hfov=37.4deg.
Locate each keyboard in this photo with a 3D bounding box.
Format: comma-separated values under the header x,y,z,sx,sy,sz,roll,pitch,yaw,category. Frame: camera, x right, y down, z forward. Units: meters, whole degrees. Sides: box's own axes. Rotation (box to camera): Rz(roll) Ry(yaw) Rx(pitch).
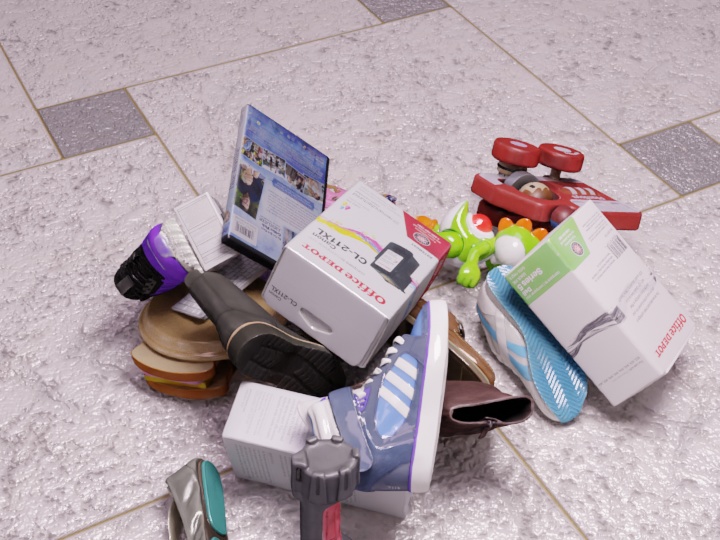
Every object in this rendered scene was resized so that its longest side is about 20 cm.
x,y,z,sx,sy,sz,roll,pitch,yaw,category
-0.145,-0.002,1.314,0.056,0.011,0.200,19,45,36,keyboard

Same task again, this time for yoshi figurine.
x,y,z,sx,sy,sz,roll,pitch,yaw,category
0.158,-0.010,1.384,0.197,0.112,0.114,9,61,12,yoshi figurine

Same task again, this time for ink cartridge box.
x,y,z,sx,sy,sz,roll,pitch,yaw,category
0.000,0.000,1.238,0.145,0.083,0.200,34,35,7,ink cartridge box
0.286,0.036,1.259,0.201,0.084,0.145,50,39,4,ink cartridge box

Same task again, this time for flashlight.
x,y,z,sx,sy,sz,roll,pitch,yaw,category
-0.026,0.239,1.012,0.067,0.202,0.068,25,45,22,flashlight

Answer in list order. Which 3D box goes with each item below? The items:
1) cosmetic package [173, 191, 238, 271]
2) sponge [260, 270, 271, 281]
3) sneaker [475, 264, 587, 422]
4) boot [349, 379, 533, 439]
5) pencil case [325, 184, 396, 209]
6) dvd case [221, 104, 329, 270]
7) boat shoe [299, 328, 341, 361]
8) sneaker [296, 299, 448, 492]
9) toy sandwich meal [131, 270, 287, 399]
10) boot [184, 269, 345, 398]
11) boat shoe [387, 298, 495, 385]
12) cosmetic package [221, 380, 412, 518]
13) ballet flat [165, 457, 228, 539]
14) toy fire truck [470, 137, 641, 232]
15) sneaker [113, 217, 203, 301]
x,y,z,sx,sy,sz,roll,pitch,yaw,category
-0.186,-0.048,1.330,0.050,0.083,0.200,-26,4,-4,cosmetic package
-0.052,-0.020,1.432,0.197,0.030,0.112,-6,42,-8,sponge
0.205,0.095,1.286,0.076,0.081,0.202,-15,64,-21,sneaker
0.071,0.148,1.151,0.197,0.166,0.074,-2,83,-13,boot
-0.052,-0.082,1.415,0.197,0.087,0.083,15,40,18,pencil case
-0.100,-0.090,1.303,0.142,0.017,0.202,31,49,-35,dvd case
-0.060,0.032,1.334,0.071,0.068,0.202,-14,51,-5,boat shoe
0.010,0.117,1.059,0.144,0.081,0.203,6,69,8,sneaker
-0.179,0.075,1.297,0.202,0.071,0.206,-1,31,1,toy sandwich meal
-0.104,0.072,1.205,0.077,0.200,0.138,-44,52,0,boot
0.097,0.079,1.295,0.068,0.073,0.199,-31,51,-31,boat shoe
-0.038,0.190,1.132,0.197,0.102,0.072,12,57,10,cosmetic package
-0.160,0.281,1.076,0.063,0.068,0.201,-29,43,6,ballet flat
0.256,-0.097,1.419,0.198,0.114,0.168,1,22,-34,toy fire truck
-0.241,-0.001,1.241,0.099,0.200,0.070,-29,88,-8,sneaker
